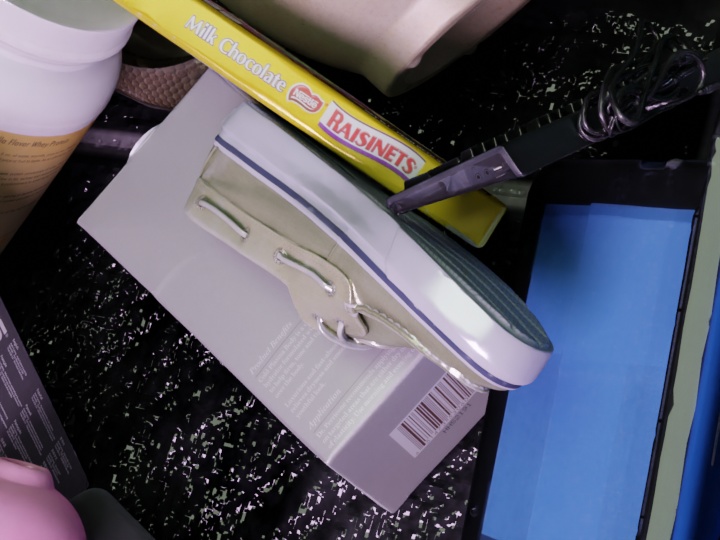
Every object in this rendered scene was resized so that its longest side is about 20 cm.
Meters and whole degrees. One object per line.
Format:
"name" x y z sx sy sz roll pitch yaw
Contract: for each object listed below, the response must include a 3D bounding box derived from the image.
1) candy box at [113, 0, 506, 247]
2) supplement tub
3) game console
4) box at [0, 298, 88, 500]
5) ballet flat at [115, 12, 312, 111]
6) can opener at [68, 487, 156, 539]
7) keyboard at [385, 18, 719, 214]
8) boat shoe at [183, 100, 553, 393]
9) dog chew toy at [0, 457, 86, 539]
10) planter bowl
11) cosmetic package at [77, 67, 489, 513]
"candy box" -0.021 -0.076 0.824 0.199 0.102 0.027 35 93 3
"supplement tub" -0.207 -0.093 0.902 0.200 0.144 0.145 -48 54 32
"game console" 0.088 0.044 0.696 0.117 0.171 0.202 9 83 18
"box" -0.233 0.039 0.865 0.156 0.201 0.050 9 47 28
"ballet flat" -0.116 -0.122 0.956 0.198 0.047 0.067 10 38 30
"can opener" -0.064 0.169 0.830 0.199 0.053 0.066 34 51 30
"keyboard" 0.097 -0.076 0.762 0.104 0.199 0.040 -16 97 41
"boat shoe" 0.000 0.000 0.765 0.200 0.072 0.062 40 101 39
"dog chew toy" -0.178 0.185 0.813 0.124 0.124 0.202 13 85 28
"planter bowl" 0.020 -0.170 0.855 0.200 0.200 0.135 -39 85 5
"cosmetic package" -0.029 0.006 0.854 0.107 0.090 0.200 -47 56 -1
